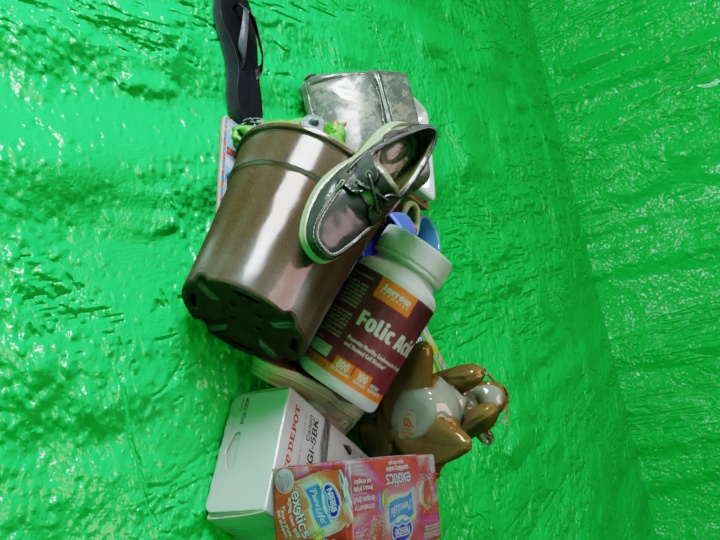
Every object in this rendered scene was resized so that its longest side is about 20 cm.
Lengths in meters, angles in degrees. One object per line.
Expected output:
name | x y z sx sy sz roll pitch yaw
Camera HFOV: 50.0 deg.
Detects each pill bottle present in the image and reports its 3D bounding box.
pill bottle | 0.021 0.056 0.931 0.202 0.113 0.114 -58 139 -5

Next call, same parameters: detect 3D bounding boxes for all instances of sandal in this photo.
sandal | -0.151 -0.290 1.032 0.076 0.042 0.205 5 73 -61

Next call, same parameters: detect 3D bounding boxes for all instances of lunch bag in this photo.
lunch bag | -0.004 -0.197 1.172 0.165 0.139 0.205 -7 80 -33

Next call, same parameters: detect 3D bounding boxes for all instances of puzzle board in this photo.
puzzle board | -0.120 -0.094 1.029 0.199 0.017 0.154 32 51 -53

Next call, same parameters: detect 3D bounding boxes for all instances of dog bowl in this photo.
dog bowl | 0.096 -0.019 1.362 0.112 0.049 0.202 56 33 -33

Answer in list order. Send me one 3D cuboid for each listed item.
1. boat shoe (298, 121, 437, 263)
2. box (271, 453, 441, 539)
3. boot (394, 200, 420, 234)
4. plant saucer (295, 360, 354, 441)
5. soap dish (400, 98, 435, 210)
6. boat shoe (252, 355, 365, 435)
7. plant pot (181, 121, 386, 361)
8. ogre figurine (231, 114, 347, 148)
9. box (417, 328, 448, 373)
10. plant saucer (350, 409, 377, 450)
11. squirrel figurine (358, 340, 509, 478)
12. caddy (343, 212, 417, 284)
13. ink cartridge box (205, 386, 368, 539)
boat shoe | 0.012 -0.090 0.801 0.072 0.065 0.202 51 59 -20
box | 0.001 0.252 0.829 0.199 0.098 0.098 18 63 -58
boot | 0.032 -0.043 1.196 0.076 0.105 0.201 61 33 -28
plant saucer | -0.031 0.180 1.067 0.200 0.019 0.071 48 39 -44
soap dish | 0.063 -0.218 1.359 0.157 0.080 0.204 25 55 -56
boat shoe | -0.068 0.160 0.947 0.066 0.072 0.199 -57 137 -5
plant pot | -0.092 -0.022 0.867 0.201 0.197 0.201 51 51 -38
ogre figurine | -0.065 -0.138 1.008 0.201 0.118 0.099 57 34 -33
box | 0.082 0.102 1.179 0.203 0.048 0.117 64 6 5
plant saucer | 0.031 0.191 1.122 0.201 0.035 0.203 50 28 -38
squirrel figurine | 0.102 0.198 1.023 0.185 0.200 0.143 3 50 -52
caddy | 0.000 0.000 1.051 0.105 0.139 0.205 -28 128 -67
ink cartridge box | -0.072 0.248 0.888 0.200 0.081 0.149 49 38 -41
